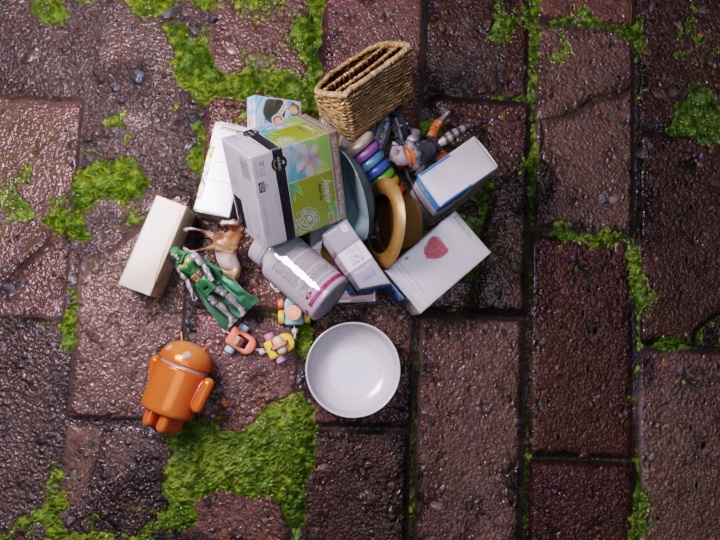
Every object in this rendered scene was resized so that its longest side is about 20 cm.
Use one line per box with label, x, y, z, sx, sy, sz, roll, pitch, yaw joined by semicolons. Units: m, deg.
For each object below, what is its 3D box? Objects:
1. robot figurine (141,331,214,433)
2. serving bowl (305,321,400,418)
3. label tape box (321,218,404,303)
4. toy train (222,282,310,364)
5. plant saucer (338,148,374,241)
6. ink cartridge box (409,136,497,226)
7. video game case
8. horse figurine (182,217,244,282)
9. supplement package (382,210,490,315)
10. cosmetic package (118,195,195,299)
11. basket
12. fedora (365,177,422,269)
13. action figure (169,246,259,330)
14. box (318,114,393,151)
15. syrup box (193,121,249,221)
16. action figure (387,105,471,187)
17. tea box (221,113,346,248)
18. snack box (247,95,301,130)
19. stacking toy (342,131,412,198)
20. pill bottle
robot figurine;-0.377;0.231;1.439;0.116;0.144;0.200;24;83;-24
serving bowl;-0.017;0.210;1.491;0.200;0.066;0.201;0;84;-3
label tape box;0.000;0.000;1.456;0.063;0.144;0.200;-35;87;-6
toy train;-0.196;0.114;1.494;0.150;0.056;0.200;36;83;0
plant saucer;-0.012;-0.160;1.441;0.039;0.201;0.201;-19;86;-17
ink cartridge box;0.189;-0.181;1.478;0.146;0.200;0.086;-35;86;-7
video game case;-0.041;-0.029;1.538;0.143;0.017;0.200;-2;84;-4
horse figurine;-0.300;-0.020;1.475;0.132;0.050;0.200;-3;114;1
supplement package;0.156;-0.013;1.498;0.200;0.120;0.121;-41;88;-7
cosmetic package;-0.425;-0.047;1.470;0.073;0.104;0.200;20;84;-1
basket;0.000;-0.400;1.453;0.200;0.149;0.143;-39;65;-13
fedora;0.074;-0.096;1.436;0.082;0.201;0.201;-2;84;-21
action figure;-0.318;0.027;1.444;0.118;0.055;0.200;-41;97;23
box;-0.026;-0.281;1.550;0.161;0.049;0.200;17;84;-4
syrup box;-0.293;-0.210;1.508;0.081;0.079;0.200;12;84;-2
action figure;0.136;-0.293;1.524;0.193;0.105;0.200;-31;106;-24
tea box;-0.150;-0.183;1.408;0.197;0.134;0.200;-24;127;-25
snack box;-0.184;-0.267;1.500;0.116;0.037;0.200;-3;94;-37
stacking toy;0.048;-0.195;1.492;0.085;0.085;0.200;-41;103;-7
pill bottle;-0.133;0.000;1.469;0.200;0.113;0.113;41;83;13
